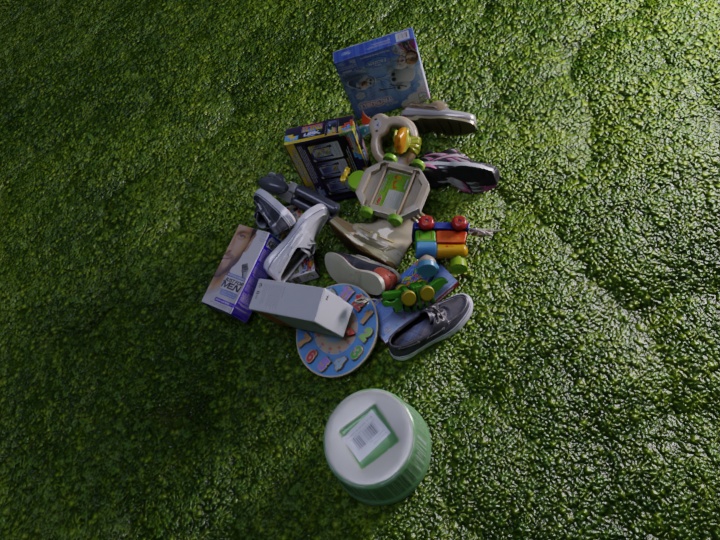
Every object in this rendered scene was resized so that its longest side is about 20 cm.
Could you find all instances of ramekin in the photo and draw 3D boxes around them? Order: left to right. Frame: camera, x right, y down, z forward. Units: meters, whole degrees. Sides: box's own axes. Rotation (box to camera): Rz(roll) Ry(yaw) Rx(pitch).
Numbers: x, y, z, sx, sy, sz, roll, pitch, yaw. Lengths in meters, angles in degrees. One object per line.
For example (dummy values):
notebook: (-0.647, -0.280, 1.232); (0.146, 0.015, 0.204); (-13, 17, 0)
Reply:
ramekin: (0.026, 0.318, 1.176); (0.196, 0.098, 0.203); (-9, 59, 14)

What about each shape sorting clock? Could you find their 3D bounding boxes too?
shape sorting clock: (-0.052, 0.123, 1.340); (0.197, 0.039, 0.204); (-11, 63, 22)

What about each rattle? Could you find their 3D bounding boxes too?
rattle: (0.039, -0.326, 1.508); (0.200, 0.142, 0.131); (45, 122, 19)

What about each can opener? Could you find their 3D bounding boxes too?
can opener: (-0.146, -0.165, 1.485); (0.198, 0.054, 0.067); (28, 32, 12)

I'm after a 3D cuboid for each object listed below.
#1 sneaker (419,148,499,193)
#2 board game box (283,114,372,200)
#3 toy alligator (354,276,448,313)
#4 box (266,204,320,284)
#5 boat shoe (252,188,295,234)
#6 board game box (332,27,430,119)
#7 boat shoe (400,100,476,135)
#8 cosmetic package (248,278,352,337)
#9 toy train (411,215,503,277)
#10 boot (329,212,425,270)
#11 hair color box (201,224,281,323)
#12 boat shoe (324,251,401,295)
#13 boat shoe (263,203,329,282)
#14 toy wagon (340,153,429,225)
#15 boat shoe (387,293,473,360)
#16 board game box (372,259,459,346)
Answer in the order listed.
sneaker: (0.219, -0.239, 1.445); (0.197, 0.081, 0.087); (12, 55, 19)
board game box: (-0.065, -0.251, 1.473); (0.162, 0.201, 0.057); (-7, 52, 14)
toy alligator: (0.086, 0.061, 1.296); (0.196, 0.055, 0.059); (-15, 18, -7)
box: (-0.161, -0.060, 1.497); (0.108, 0.035, 0.203); (-17, 57, 9)
boat shoe: (-0.215, -0.130, 1.470); (0.068, 0.072, 0.200); (-41, 36, -9)
board game box: (0.055, -0.473, 1.560); (0.196, 0.200, 0.044); (-13, 59, 12)
boat shoe: (0.187, -0.372, 1.531); (0.197, 0.075, 0.069); (11, 71, 25)
cosmetic package: (-0.125, 0.077, 1.326); (0.198, 0.101, 0.072); (6, 71, 40)
toy train: (0.206, -0.044, 1.326); (0.196, 0.085, 0.117); (1, 56, 0)
boot: (0.041, -0.103, 1.429); (0.199, 0.073, 0.156); (32, 76, 29)
hair color box: (-0.268, 0.005, 1.456); (0.108, 0.065, 0.203); (15, 74, 36)
boat shoe: (0.000, 0.000, 1.387); (0.062, 0.072, 0.198); (-26, 32, -36)
boat shoe: (-0.129, -0.057, 1.427); (0.065, 0.074, 0.201); (38, 89, 28)
toy wagon: (0.051, -0.183, 1.406); (0.197, 0.040, 0.157); (16, 68, 21)
boat shoe: (0.137, 0.104, 1.280); (0.198, 0.066, 0.070); (-31, 56, 0)
board game box: (0.101, 0.058, 1.348); (0.199, 0.020, 0.103); (-39, 58, -5)
